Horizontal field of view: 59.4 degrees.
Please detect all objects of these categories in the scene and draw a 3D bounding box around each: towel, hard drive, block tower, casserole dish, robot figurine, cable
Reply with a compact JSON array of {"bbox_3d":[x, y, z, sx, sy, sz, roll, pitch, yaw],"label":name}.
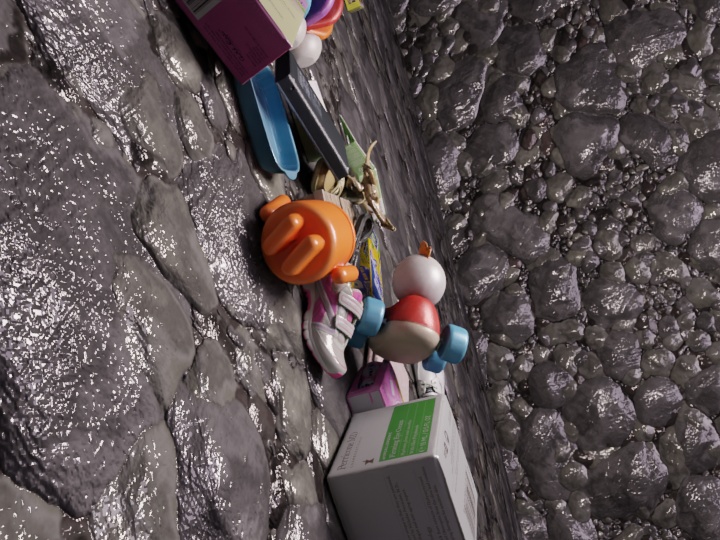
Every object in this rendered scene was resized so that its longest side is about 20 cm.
[{"bbox_3d":[0.057,0.216,1.295,0.192,0.032,0.202,-83,154,-57],"label":"towel"},{"bbox_3d":[-0.082,-0.270,1.098,0.201,0.032,0.141,56,13,-32],"label":"hard drive"},{"bbox_3d":[-0.058,-0.103,1.153,0.200,0.057,0.055,6,69,-76],"label":"block tower"},{"bbox_3d":[-0.148,-0.235,0.984,0.121,0.038,0.204,-24,99,-75],"label":"casserole dish"},{"bbox_3d":[-0.073,-0.046,0.920,0.200,0.141,0.119,-25,121,-74],"label":"robot figurine"},{"bbox_3d":[-0.024,-0.040,1.163,0.098,0.050,0.203,54,36,-40],"label":"cable"}]

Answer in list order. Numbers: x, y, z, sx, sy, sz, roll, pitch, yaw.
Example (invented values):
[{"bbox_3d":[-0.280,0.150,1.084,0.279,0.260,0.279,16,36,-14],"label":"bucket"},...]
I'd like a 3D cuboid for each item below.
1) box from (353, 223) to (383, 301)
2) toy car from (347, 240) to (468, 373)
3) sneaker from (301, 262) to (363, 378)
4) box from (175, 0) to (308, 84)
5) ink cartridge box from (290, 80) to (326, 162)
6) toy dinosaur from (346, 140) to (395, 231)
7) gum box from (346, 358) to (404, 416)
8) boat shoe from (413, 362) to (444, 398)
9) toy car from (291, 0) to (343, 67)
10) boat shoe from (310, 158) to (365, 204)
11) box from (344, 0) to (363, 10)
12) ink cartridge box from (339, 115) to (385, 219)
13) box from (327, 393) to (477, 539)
[{"bbox_3d":[0.000,0.000,1.228,0.065,0.069,0.203,55,24,-45],"label":"box"},{"bbox_3d":[0.091,0.050,1.101,0.177,0.181,0.203,124,-17,-67],"label":"toy car"},{"bbox_3d":[-0.039,0.065,0.984,0.081,0.087,0.204,45,33,-61],"label":"sneaker"},{"bbox_3d":[-0.171,-0.394,0.885,0.176,0.096,0.202,50,26,-29],"label":"box"},{"bbox_3d":[-0.085,-0.306,1.276,0.200,0.047,0.148,-53,126,-69],"label":"ink cartridge box"},{"bbox_3d":[0.015,-0.168,1.228,0.101,0.057,0.204,25,50,-65],"label":"toy dinosaur"},{"bbox_3d":[0.043,0.269,1.118,0.114,0.065,0.203,-55,128,-70],"label":"gum box"},{"bbox_3d":[0.179,0.297,1.576,0.067,0.072,0.204,-28,102,-78],"label":"boat shoe"},{"bbox_3d":[-0.109,-0.496,1.177,0.200,0.147,0.179,13,62,-73],"label":"toy car"},{"bbox_3d":[-0.042,-0.163,1.214,0.201,0.062,0.075,30,76,-75],"label":"boat shoe"},{"bbox_3d":[-0.046,-0.963,2.081,0.075,0.049,0.203,-58,130,-70],"label":"box"},{"bbox_3d":[-0.013,-0.226,1.396,0.201,0.047,0.147,59,-8,36],"label":"ink cartridge box"},{"bbox_3d":[0.074,0.333,0.964,0.199,0.168,0.203,-53,125,-72],"label":"box"}]
